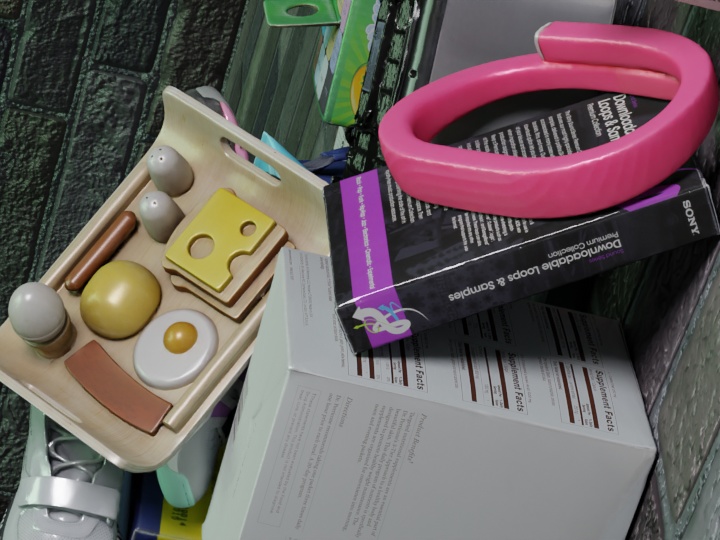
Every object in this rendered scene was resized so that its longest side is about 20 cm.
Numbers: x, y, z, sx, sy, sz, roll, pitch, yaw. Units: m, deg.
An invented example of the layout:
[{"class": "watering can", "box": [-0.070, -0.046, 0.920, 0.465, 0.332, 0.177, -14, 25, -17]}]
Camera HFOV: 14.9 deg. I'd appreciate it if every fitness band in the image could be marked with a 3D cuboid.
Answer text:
[{"class": "fitness band", "box": [0.100, -0.081, 1.452, 0.200, 0.144, 0.037, 10, 129, 47]}]

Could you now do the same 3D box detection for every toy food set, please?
[{"class": "toy food set", "box": [-0.120, 0.002, 1.554, 0.200, 0.143, 0.060, -51, -29, -13]}]

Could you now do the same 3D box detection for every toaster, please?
[{"class": "toaster", "box": [0.065, -0.118, 1.637, 0.181, 0.118, 0.201, -145, 67, -79]}]

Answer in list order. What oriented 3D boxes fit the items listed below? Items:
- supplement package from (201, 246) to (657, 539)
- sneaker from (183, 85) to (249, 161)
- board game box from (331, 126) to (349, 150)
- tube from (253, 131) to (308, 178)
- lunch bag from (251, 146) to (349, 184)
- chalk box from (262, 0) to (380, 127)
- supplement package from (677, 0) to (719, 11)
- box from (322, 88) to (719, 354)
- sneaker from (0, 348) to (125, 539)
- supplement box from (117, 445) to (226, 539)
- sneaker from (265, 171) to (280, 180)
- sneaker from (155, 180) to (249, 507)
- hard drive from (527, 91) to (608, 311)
[{"class": "supplement package", "box": [0.031, 0.118, 1.501, 0.147, 0.199, 0.192, -96, 21, -63]}, {"class": "sneaker", "box": [-0.131, -0.024, 1.791, 0.079, 0.095, 0.200, -135, 52, -58]}, {"class": "board game box", "box": [0.014, 0.004, 2.052, 0.159, 0.097, 0.200, -105, 29, -70]}, {"class": "tube", "box": [0.000, 0.000, 1.701, 0.050, 0.200, 0.078, -20, -38, -46]}, {"class": "lunch bag", "box": [0.008, -0.018, 1.838, 0.136, 0.200, 0.133, -154, 64, -61]}, {"class": "chalk box", "box": [0.038, -0.160, 1.804, 0.125, 0.199, 0.124, -103, 26, -67]}, {"class": "supplement package", "box": [0.173, -0.229, 1.345, 0.200, 0.117, 0.118, 122, 158, -65]}, {"class": "box", "box": [0.081, -0.031, 1.452, 0.143, 0.200, 0.036, -96, -14, -62]}, {"class": "sneaker", "box": [-0.169, 0.107, 1.606, 0.200, 0.075, 0.115, -83, 1, -48]}, {"class": "supplement box", "box": [-0.046, 0.163, 1.681, 0.110, 0.199, 0.109, 111, 167, -47]}, {"class": "sneaker", "box": [-0.073, 0.028, 1.726, 0.089, 0.077, 0.201, 38, 133, 56]}, {"class": "sneaker", "box": [-0.044, 0.045, 1.603, 0.078, 0.139, 0.201, 83, -166, -75]}, {"class": "hard drive", "box": [0.120, -0.037, 1.674, 0.140, 0.033, 0.200, -105, 29, -71]}]
